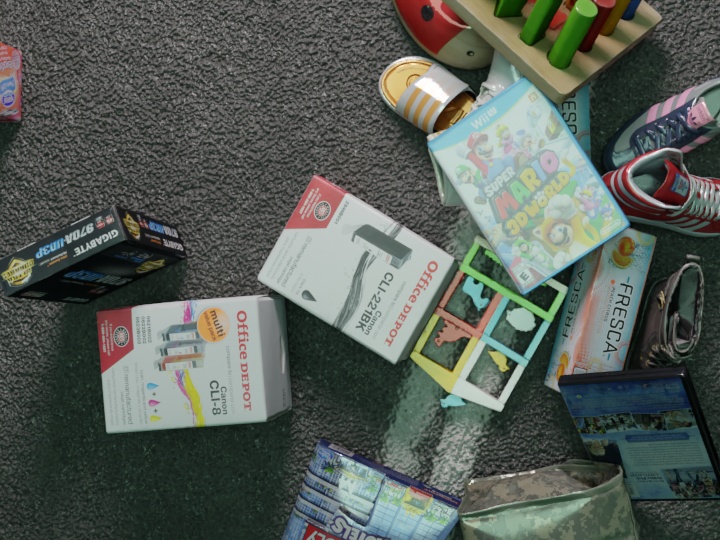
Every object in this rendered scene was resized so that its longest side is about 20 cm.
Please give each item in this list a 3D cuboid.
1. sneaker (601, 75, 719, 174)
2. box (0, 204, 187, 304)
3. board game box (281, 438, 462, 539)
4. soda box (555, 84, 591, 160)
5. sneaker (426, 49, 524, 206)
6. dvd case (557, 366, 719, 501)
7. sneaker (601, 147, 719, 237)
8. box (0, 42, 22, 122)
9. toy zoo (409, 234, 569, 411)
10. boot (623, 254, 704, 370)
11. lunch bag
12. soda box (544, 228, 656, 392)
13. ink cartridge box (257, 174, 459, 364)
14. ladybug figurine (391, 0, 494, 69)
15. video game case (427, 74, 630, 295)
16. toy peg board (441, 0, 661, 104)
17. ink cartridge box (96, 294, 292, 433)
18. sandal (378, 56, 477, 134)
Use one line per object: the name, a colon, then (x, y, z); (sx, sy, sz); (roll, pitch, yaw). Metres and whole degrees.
sneaker: (0.366, -0.170, 1.213); (0.199, 0.082, 0.071); (-32, 88, 10)
box: (-0.314, -0.014, 1.261); (0.157, 0.200, 0.047); (-24, 81, 7)
board game box: (0.001, 0.338, 1.281); (0.198, 0.062, 0.202); (21, 92, 8)
soda box: (0.228, -0.183, 1.240); (0.067, 0.064, 0.203); (-2, 90, -5)
sneaker: (0.134, -0.168, 1.210); (0.114, 0.074, 0.203); (-2, 104, -12)
dvd case: (0.316, 0.186, 1.171); (0.141, 0.018, 0.201); (-8, 126, 31)
sneaker: (0.370, -0.086, 1.183); (0.197, 0.113, 0.072); (4, 80, -6)
box: (-0.544, -0.241, 1.348); (0.197, 0.103, 0.096); (1, 90, 8)
toy zoo: (0.148, 0.077, 1.279); (0.130, 0.020, 0.202); (30, 94, 8)
boot: (0.338, 0.086, 1.170); (0.068, 0.174, 0.203); (6, 90, 8)
lunch bag: (0.224, 0.315, 1.211); (0.197, 0.118, 0.166); (-12, 98, 13)
soda box: (0.275, 0.049, 1.221); (0.063, 0.068, 0.203); (14, 92, -13)
ink cartridge box: (0.000, 0.000, 1.270); (0.198, 0.084, 0.146); (31, 94, 7)
ladybug figurine: (0.104, -0.335, 1.261); (0.135, 0.072, 0.201); (-36, 84, 7)
video game case: (0.185, -0.095, 1.173); (0.142, 0.018, 0.201); (-33, 89, 9)
toy peg board: (0.222, -0.322, 1.169); (0.199, 0.098, 0.200); (-37, 75, -29)
ink cartridge box: (-0.192, 0.109, 1.270); (0.197, 0.145, 0.148); (-5, 89, 8)
sandal: (0.113, -0.189, 1.265); (0.206, 0.059, 0.080); (36, 94, 7)
